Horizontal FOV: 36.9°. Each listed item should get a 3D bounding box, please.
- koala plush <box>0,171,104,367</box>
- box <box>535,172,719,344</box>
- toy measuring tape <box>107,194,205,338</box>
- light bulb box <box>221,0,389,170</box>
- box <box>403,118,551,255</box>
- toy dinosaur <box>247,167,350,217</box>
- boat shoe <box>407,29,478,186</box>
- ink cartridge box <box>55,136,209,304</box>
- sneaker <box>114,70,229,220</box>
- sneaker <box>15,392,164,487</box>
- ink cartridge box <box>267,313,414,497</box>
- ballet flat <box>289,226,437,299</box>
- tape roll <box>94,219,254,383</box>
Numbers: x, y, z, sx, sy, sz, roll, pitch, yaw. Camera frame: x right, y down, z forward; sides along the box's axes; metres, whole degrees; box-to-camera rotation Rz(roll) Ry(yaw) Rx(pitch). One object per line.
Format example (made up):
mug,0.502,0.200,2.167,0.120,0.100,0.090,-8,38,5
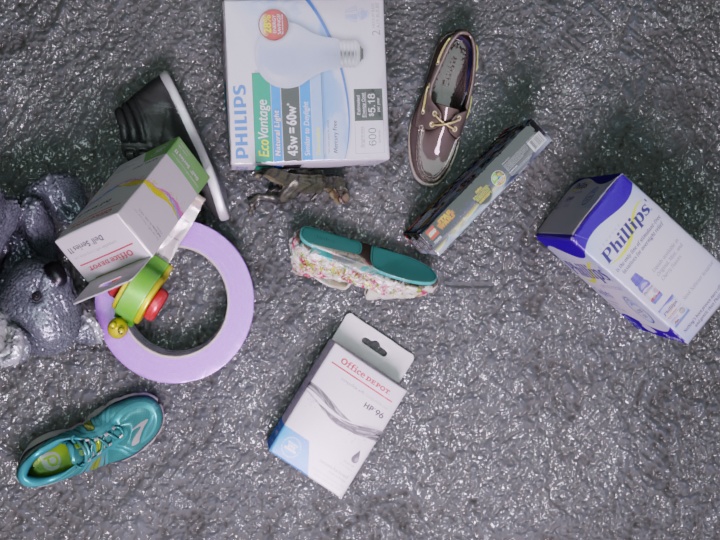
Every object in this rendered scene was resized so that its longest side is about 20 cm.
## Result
koala plush,-0.393,0.016,1.273,0.184,0.176,0.202,-42,74,32
box,0.342,-0.018,1.365,0.199,0.184,0.105,41,89,-5
toy measuring tape,-0.246,-0.006,1.292,0.073,0.074,0.202,31,88,-6
light bulb box,-0.071,-0.229,1.343,0.196,0.125,0.203,-3,92,-7
box,0.144,-0.103,1.363,0.040,0.137,0.200,45,86,-5
toy dinosaur,-0.095,-0.103,1.346,0.087,0.199,0.048,-24,77,32
boat shoe,0.108,-0.211,1.395,0.070,0.060,0.204,14,90,-7
ink cartridge box,-0.271,-0.060,1.249,0.116,0.201,0.068,-19,119,34
sneaker,-0.240,-0.139,1.357,0.098,0.071,0.203,-27,89,-3
sneaker,-0.336,0.220,1.348,0.197,0.080,0.079,-27,94,-6
ink cartridge box,-0.021,0.170,1.387,0.115,0.068,0.202,32,88,-6
ballet flat,0.000,0.000,1.386,0.196,0.076,0.065,19,124,-3
tape roll,-0.232,0.038,1.362,0.196,0.066,0.205,0,91,-7
